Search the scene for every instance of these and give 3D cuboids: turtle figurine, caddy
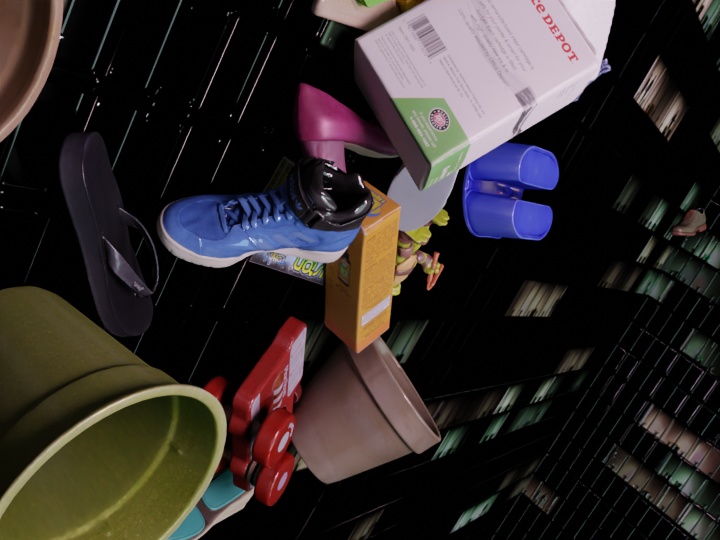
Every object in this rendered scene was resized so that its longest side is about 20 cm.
[{"bbox_3d":[0.064,-0.018,0.985,0.197,0.065,0.163,-22,151,-38],"label":"turtle figurine"},{"bbox_3d":[0.216,-0.119,1.072,0.198,0.103,0.146,1,97,-56],"label":"caddy"}]

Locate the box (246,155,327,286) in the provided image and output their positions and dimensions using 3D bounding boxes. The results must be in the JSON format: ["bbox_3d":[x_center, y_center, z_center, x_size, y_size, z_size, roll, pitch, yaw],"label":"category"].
[{"bbox_3d":[-0.051,-0.046,0.822,0.111,0.034,0.199,-58,151,7],"label":"box"}]

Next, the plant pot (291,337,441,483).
[{"bbox_3d":[-0.008,0.202,1.015,0.172,0.202,0.200,-36,150,2],"label":"plant pot"}]

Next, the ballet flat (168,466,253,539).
[{"bbox_3d":[-0.218,0.319,0.939,0.198,0.069,0.071,-13,132,-50],"label":"ballet flat"}]

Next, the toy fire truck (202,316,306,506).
[{"bbox_3d":[-0.117,0.178,0.903,0.169,0.110,0.203,-52,158,-42],"label":"toy fire truck"}]

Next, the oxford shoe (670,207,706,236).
[{"bbox_3d":[1.051,-0.156,2.310,0.197,0.069,0.077,-18,110,-44],"label":"oxford shoe"}]

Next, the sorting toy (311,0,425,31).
[{"bbox_3d":[0.050,-0.316,0.684,0.198,0.036,0.189,-9,128,-52],"label":"sorting toy"}]

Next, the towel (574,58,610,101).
[{"bbox_3d":[0.236,-0.226,0.926,0.199,0.142,0.024,-37,110,-53],"label":"towel"}]

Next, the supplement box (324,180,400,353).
[{"bbox_3d":[0.000,0.000,0.841,0.068,0.066,0.203,-34,146,-30],"label":"supplement box"}]

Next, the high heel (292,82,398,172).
[{"bbox_3d":[0.004,-0.164,0.760,0.199,0.066,0.099,-36,126,-51],"label":"high heel"}]

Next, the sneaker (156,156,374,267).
[{"bbox_3d":[-0.080,-0.059,0.657,0.195,0.078,0.111,4,147,-29],"label":"sneaker"}]

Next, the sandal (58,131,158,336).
[{"bbox_3d":[-0.197,-0.017,0.590,0.042,0.077,0.203,-1,137,-1],"label":"sandal"}]

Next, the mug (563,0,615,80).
[{"bbox_3d":[0.236,-0.329,0.827,0.197,0.147,0.179,-20,129,-36],"label":"mug"}]

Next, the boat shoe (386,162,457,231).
[{"bbox_3d":[0.095,-0.146,0.875,0.203,0.070,0.091,-61,-176,27],"label":"boat shoe"}]

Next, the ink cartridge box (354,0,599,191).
[{"bbox_3d":[0.111,-0.198,0.715,0.197,0.148,0.084,-29,170,-8],"label":"ink cartridge box"}]

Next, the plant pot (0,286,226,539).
[{"bbox_3d":[-0.238,0.116,0.559,0.199,0.189,0.203,-36,146,-29],"label":"plant pot"}]

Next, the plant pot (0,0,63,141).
[{"bbox_3d":[-0.259,-0.146,0.352,0.199,0.092,0.204,-36,146,-29],"label":"plant pot"}]
